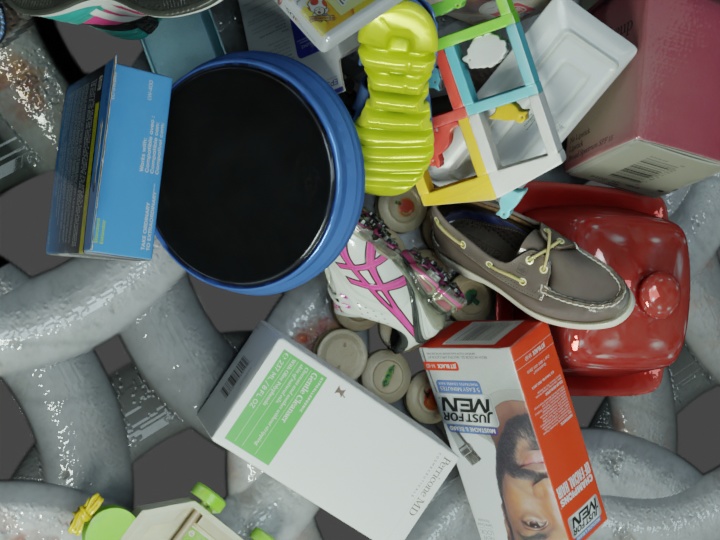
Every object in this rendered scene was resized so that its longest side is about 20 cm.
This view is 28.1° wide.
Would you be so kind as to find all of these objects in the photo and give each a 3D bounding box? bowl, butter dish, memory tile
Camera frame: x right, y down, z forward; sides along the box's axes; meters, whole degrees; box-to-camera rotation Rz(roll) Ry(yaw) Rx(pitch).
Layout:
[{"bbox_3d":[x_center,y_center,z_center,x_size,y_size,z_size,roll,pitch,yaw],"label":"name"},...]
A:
[{"bbox_3d":[-0.094,-0.078,1.177,0.039,0.200,0.202,-19,100,-65],"label":"bowl"},{"bbox_3d":[0.236,0.020,1.324,0.198,0.148,0.201,3,90,-26],"label":"butter dish"},{"bbox_3d":[0.050,0.028,1.321,0.153,0.017,0.201,26,81,-21],"label":"memory tile"}]

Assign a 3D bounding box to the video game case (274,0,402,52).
[{"bbox_3d":[-0.014,-0.283,1.103,0.200,0.023,0.182,-37,80,-25],"label":"video game case"}]

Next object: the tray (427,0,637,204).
[{"bbox_3d":[0.149,-0.136,1.259,0.107,0.022,0.200,25,113,-35],"label":"tray"}]

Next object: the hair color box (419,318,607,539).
[{"bbox_3d":[0.137,0.147,1.291,0.064,0.111,0.201,-32,109,-40],"label":"hair color box"}]

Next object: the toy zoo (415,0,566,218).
[{"bbox_3d":[0.091,-0.138,1.215,0.131,0.020,0.201,-16,100,23],"label":"toy zoo"}]

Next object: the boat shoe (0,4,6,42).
[{"bbox_3d":[-0.370,-0.174,1.115,0.199,0.069,0.085,-20,98,-21],"label":"boat shoe"}]

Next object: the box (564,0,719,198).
[{"bbox_3d":[0.272,-0.185,1.334,0.108,0.128,0.201,13,74,-20],"label":"box"}]

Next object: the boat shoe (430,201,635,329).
[{"bbox_3d":[0.145,-0.011,1.251,0.072,0.199,0.060,-50,147,-22],"label":"boat shoe"}]

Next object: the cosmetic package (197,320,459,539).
[{"bbox_3d":[-0.028,0.143,1.247,0.200,0.085,0.108,34,88,-18],"label":"cosmetic package"}]

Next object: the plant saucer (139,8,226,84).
[{"bbox_3d":[-0.150,-0.182,1.235,0.070,0.019,0.201,-23,100,-21],"label":"plant saucer"}]

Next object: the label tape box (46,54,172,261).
[{"bbox_3d":[-0.191,-0.080,1.120,0.063,0.200,0.145,7,88,-22],"label":"label tape box"}]

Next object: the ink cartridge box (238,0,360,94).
[{"bbox_3d":[-0.057,-0.232,1.212,0.039,0.099,0.201,-4,82,-51],"label":"ink cartridge box"}]

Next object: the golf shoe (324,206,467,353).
[{"bbox_3d":[0.000,0.000,1.243,0.200,0.073,0.092,40,101,-26],"label":"golf shoe"}]

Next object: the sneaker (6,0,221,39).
[{"bbox_3d":[-0.170,-0.228,1.148,0.121,0.199,0.084,-15,107,-66],"label":"sneaker"}]

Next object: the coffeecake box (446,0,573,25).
[{"bbox_3d":[0.073,-0.285,1.252,0.199,0.153,0.074,16,82,-22],"label":"coffeecake box"}]

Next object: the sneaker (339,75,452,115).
[{"bbox_3d":[0.008,-0.146,1.271,0.199,0.071,0.100,-23,104,-17],"label":"sneaker"}]

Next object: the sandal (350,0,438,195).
[{"bbox_3d":[0.029,-0.149,1.181,0.079,0.087,0.201,10,131,-3],"label":"sandal"}]

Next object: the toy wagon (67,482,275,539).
[{"bbox_3d":[-0.164,0.257,1.222,0.200,0.040,0.155,41,75,-17],"label":"toy wagon"}]
